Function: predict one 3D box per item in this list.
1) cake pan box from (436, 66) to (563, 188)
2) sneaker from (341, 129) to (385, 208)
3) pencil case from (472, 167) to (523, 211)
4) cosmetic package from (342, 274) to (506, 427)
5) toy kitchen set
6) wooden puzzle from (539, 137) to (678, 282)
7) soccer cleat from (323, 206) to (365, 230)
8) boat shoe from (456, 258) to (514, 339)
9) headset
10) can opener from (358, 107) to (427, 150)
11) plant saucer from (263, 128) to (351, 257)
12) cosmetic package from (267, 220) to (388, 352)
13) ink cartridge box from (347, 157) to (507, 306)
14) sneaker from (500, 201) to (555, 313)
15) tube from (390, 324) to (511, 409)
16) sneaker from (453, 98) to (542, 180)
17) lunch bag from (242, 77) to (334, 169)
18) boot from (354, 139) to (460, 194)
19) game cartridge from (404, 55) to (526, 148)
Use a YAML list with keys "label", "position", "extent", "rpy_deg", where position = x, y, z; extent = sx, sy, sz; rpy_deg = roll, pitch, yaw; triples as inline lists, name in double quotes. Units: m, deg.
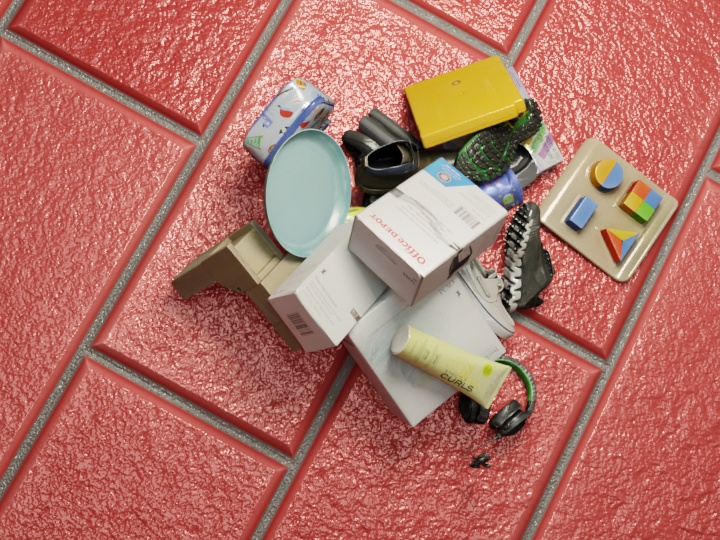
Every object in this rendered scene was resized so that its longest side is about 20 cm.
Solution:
- label: "cake pan box"
  position: [0.230, -0.226, 1.793]
  extent: [0.184, 0.052, 0.201]
  rpy_deg: [-26, 85, -7]
- label: "sneaker"
  position: [0.029, -0.143, 1.755]
  extent: [0.200, 0.060, 0.104]
  rpy_deg: [37, 76, -3]
- label: "pencil case"
  position: [0.168, -0.109, 1.709]
  extent: [0.199, 0.087, 0.078]
  rpy_deg: [-23, 128, -6]
- label: "cosmetic package"
  position: [0.090, 0.106, 1.665]
  extent: [0.199, 0.123, 0.200]
  rpy_deg: [-38, 107, -10]
- label: "toy kitchen set"
  position: [-0.156, 0.021, 1.687]
  extent: [0.200, 0.180, 0.163]
  rpy_deg: [52, 46, -12]
- label: "wooden puzzle"
  position: [0.432, -0.109, 1.795]
  extent: [0.200, 0.046, 0.186]
  rpy_deg: [36, 80, 1]
- label: "soccer cleat"
  position: [-0.049, -0.079, 1.721]
  extent: [0.199, 0.084, 0.065]
  rpy_deg: [18, 124, 3]
- label: "boat shoe"
  position: [0.202, 0.023, 1.702]
  extent: [0.066, 0.072, 0.200]
  rpy_deg: [-36, 95, 16]
- label: "headset"
  position: [0.221, 0.232, 1.699]
  extent: [0.123, 0.094, 0.201]
  rpy_deg: [24, 69, -1]
- label: "can opener"
  position: [0.080, -0.195, 1.774]
  extent: [0.200, 0.067, 0.053]
  rpy_deg: [40, 60, 14]
- label: "plant saucer"
  position: [-0.087, -0.122, 1.622]
  extent: [0.027, 0.200, 0.201]
  rpy_deg: [8, 77, 38]
- label: "cosmetic package"
  position: [-0.036, 0.020, 1.600]
  extent: [0.113, 0.081, 0.200]
  rpy_deg: [53, 53, -17]
- label: "ink cartridge box"
  position: [0.101, -0.061, 1.573]
  extent: [0.200, 0.084, 0.145]
  rpy_deg: [-35, 68, -31]
- label: "sneaker"
  position: [0.288, -0.021, 1.736]
  extent: [0.090, 0.066, 0.201]
  rpy_deg: [1, 112, -17]
- label: "tube"
  position: [0.141, 0.145, 1.597]
  extent: [0.199, 0.058, 0.052]
  rpy_deg: [28, 47, -23]
- label: "sneaker"
  position: [0.219, -0.208, 1.707]
  extent: [0.200, 0.085, 0.078]
  rpy_deg: [-41, 107, -31]
- label: "lunch bag"
  position: [-0.117, -0.233, 1.686]
  extent: [0.075, 0.200, 0.160]
  rpy_deg: [38, 97, 3]
- label: "boot"
  position: [0.090, -0.170, 1.682]
  extent: [0.199, 0.097, 0.075]
  rpy_deg: [-11, 78, -4]
- label: "game cartridge"
  position: [0.171, -0.282, 1.715]
  extent: [0.175, 0.200, 0.033]
  rpy_deg: [-18, 124, 6]
